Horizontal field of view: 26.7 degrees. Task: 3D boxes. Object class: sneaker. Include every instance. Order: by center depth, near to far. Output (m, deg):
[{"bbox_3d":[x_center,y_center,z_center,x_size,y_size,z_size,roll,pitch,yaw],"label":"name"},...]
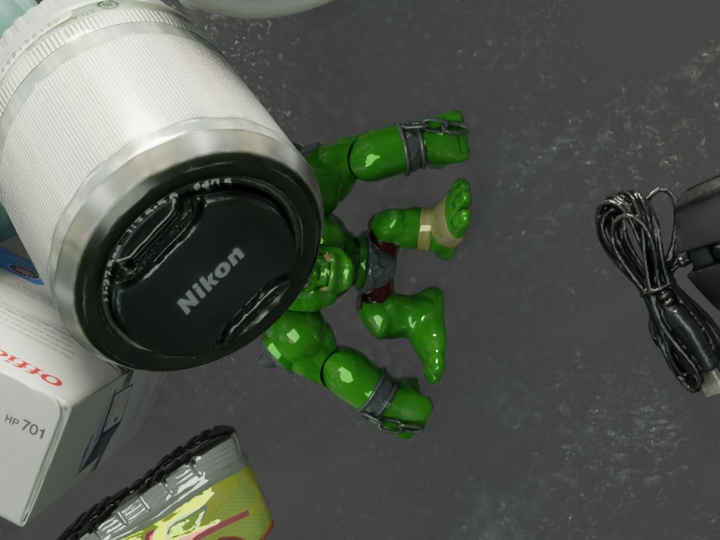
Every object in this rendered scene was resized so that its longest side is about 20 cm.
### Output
[{"bbox_3d":[-0.144,0.192,1.024,0.199,0.078,0.091,-34,99,17],"label":"sneaker"}]

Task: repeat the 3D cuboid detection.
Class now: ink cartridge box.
[{"bbox_3d":[-0.220,0.064,0.950,0.145,0.200,0.087,26,105,6],"label":"ink cartridge box"}]

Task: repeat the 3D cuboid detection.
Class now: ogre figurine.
[{"bbox_3d":[0.000,0.000,0.952,0.119,0.098,0.202,6,118,-7],"label":"ogre figurine"}]

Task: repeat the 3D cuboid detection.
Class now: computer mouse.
[{"bbox_3d":[0.253,-0.019,0.912,0.199,0.053,0.139,-28,93,15],"label":"computer mouse"}]

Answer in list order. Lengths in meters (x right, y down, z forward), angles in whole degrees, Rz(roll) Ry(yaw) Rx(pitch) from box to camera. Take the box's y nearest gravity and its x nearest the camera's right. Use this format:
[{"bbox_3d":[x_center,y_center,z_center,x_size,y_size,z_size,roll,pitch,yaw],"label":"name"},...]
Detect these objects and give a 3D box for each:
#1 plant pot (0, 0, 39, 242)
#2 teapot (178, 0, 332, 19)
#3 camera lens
[{"bbox_3d":[-0.298,-0.100,0.970,0.198,0.134,0.203,2,101,12],"label":"plant pot"},{"bbox_3d":[-0.061,-0.254,0.888,0.198,0.198,0.147,-18,60,-5],"label":"teapot"},{"bbox_3d":[-0.124,-0.054,0.877,0.160,0.159,0.200,-52,47,16],"label":"camera lens"}]
